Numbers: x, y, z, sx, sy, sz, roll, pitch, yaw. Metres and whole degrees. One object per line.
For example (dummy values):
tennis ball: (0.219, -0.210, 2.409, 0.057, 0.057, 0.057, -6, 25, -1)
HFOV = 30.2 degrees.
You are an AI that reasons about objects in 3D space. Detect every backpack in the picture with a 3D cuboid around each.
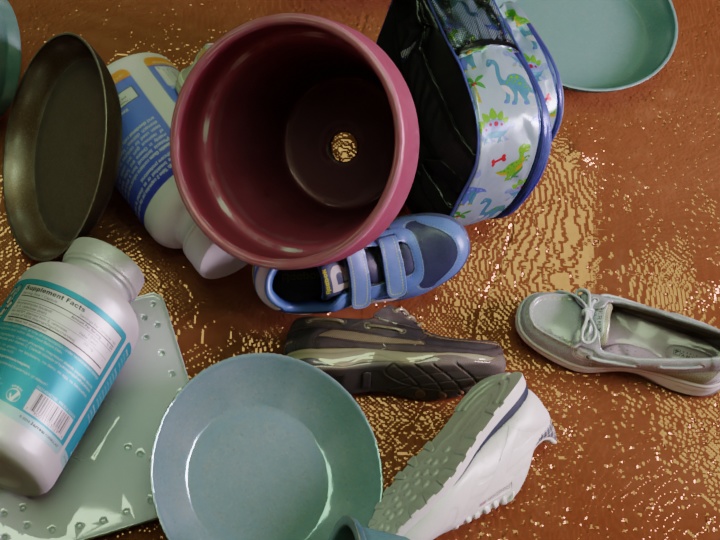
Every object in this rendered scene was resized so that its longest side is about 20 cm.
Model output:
backpack: (0.100, -0.148, 1.233, 0.146, 0.183, 0.201, -6, 59, -25)

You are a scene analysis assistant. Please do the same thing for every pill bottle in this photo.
pill bottle: (-0.251, 0.071, 1.077, 0.110, 0.111, 0.201, 23, 60, 7)
pill bottle: (-0.166, -0.092, 1.210, 0.112, 0.112, 0.200, -29, 68, -21)

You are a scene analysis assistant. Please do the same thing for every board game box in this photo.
board game box: (-0.238, 0.132, 1.123, 0.198, 0.026, 0.201, -14, 63, -15)

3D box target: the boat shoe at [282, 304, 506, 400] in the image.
boat shoe: (0.029, 0.066, 1.165, 0.198, 0.075, 0.074, 2, 59, -7)

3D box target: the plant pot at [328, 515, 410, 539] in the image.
plant pot: (0.069, 0.295, 0.982, 0.194, 0.201, 0.202, 10, 59, -11)

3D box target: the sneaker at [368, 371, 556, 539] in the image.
sneaker: (0.090, 0.175, 1.108, 0.200, 0.076, 0.081, -43, 112, -22)

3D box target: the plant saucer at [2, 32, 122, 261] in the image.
plant saucer: (-0.261, -0.107, 1.178, 0.032, 0.200, 0.201, 7, 54, -38)

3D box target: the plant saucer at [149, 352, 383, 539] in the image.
plant saucer: (-0.079, 0.170, 1.092, 0.199, 0.039, 0.203, 8, 70, -22)

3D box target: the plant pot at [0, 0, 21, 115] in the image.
plant pot: (-0.394, -0.198, 1.214, 0.133, 0.200, 0.201, -4, 57, -40)

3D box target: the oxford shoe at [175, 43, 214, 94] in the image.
oxford shoe: (-0.099, -0.187, 1.254, 0.075, 0.058, 0.200, 45, 26, 10)

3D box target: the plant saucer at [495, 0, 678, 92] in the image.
plant saucer: (0.231, -0.259, 1.397, 0.198, 0.036, 0.201, 3, 61, -5)

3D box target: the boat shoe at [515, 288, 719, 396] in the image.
boat shoe: (0.240, 0.057, 1.200, 0.200, 0.065, 0.075, 18, 59, 4)

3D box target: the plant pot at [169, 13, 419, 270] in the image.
plant pot: (-0.035, -0.108, 1.117, 0.198, 0.179, 0.202, 2, 96, 17)

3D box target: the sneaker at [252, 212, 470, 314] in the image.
sneaker: (0.000, 0.000, 1.169, 0.198, 0.082, 0.075, -13, 97, 4)
